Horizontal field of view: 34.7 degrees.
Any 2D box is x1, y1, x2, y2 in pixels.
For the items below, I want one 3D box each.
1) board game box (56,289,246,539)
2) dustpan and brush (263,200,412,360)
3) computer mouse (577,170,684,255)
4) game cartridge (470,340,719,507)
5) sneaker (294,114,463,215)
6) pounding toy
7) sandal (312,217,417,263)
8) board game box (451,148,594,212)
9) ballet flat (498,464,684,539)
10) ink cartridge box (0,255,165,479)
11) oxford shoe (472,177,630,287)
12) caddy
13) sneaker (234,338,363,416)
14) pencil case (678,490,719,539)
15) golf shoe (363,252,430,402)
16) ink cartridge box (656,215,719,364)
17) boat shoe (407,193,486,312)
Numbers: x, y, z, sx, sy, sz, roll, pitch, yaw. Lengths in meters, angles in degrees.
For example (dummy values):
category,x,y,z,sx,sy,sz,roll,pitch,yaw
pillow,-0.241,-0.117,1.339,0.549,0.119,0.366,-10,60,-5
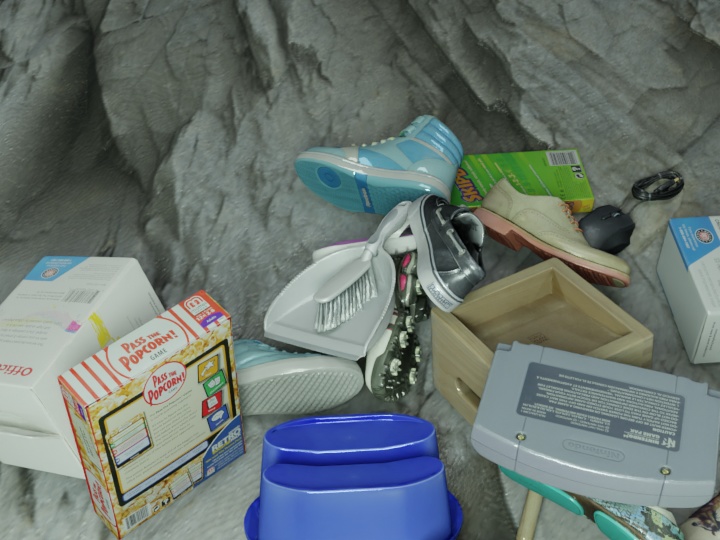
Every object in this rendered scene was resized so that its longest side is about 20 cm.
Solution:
category,x,y,z,sx,sy,sz,roll,pitch,yaw
board game box,-0.180,0.133,1.039,0.151,0.201,0.046,-32,54,-29
dustpan and brush,0.000,0.000,1.188,0.139,0.058,0.200,11,40,38
computer mouse,0.317,-0.073,1.362,0.058,0.034,0.200,34,54,30
game cartridge,0.198,0.129,0.967,0.199,0.042,0.134,12,45,12
sneaker,0.030,-0.134,1.373,0.199,0.080,0.131,16,56,18
pounding toy,0.174,0.121,1.120,0.183,0.143,0.200,-21,39,-21
sandal,0.041,-0.042,1.278,0.201,0.082,0.050,-12,88,-26
board game box,0.174,-0.104,1.396,0.198,0.030,0.096,-2,45,-5
ballet flat,0.208,0.186,0.965,0.199,0.075,0.074,32,53,29
ink cartridge box,-0.288,0.097,1.104,0.128,0.126,0.200,3,42,32
oxford shoe,0.220,-0.045,1.291,0.199,0.071,0.074,28,83,24
caddy,-0.007,0.206,1.040,0.198,0.106,0.142,-2,22,-2
sneaker,-0.097,0.096,1.157,0.198,0.074,0.082,-5,48,1
pencil case,0.278,0.273,0.986,0.199,0.090,0.078,-32,18,-24
golf shoe,0.021,0.063,1.210,0.087,0.078,0.201,-3,37,15
ink cartridge box,0.439,0.014,1.241,0.198,0.084,0.146,-4,45,-4
boat shoe,0.094,-0.034,1.163,0.068,0.072,0.200,-39,19,18
